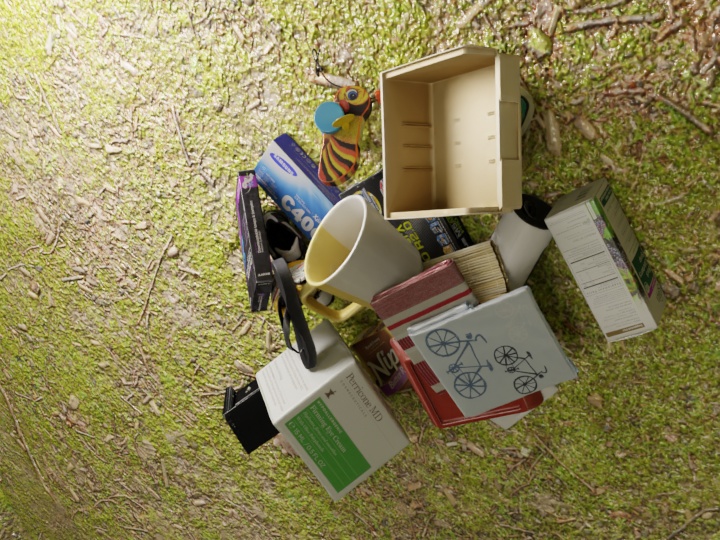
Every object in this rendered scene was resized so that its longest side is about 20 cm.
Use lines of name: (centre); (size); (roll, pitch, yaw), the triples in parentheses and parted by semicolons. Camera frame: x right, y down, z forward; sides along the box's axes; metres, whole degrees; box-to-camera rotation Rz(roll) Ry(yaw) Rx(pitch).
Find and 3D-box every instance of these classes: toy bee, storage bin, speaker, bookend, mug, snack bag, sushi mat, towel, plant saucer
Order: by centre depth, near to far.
storage bin: (0.119, -0.174, 1.031); (0.197, 0.092, 0.206); (3, 95, 58)
snack bag: (0.193, 0.117, 1.124); (0.197, 0.022, 0.190); (-25, 117, 24)
towel: (0.122, 0.087, 1.141); (0.142, 0.023, 0.202); (-25, 116, 24)
speaker: (0.218, -0.012, 1.152); (0.080, 0.081, 0.203); (32, 129, 14)
toy bee: (-0.017, -0.233, 1.168); (0.106, 0.131, 0.206); (-4, 105, 8)
sushi mat: (0.144, 0.022, 1.178); (0.198, 0.012, 0.098); (-19, 90, 50)
mug: (0.005, -0.008, 1.197); (0.151, 0.153, 0.185); (30, 154, -28)
plant saucer: (0.168, 0.170, 1.225); (0.196, 0.037, 0.202); (-16, 121, 22)
bookend: (-0.166, 0.241, 1.540); (0.198, 0.199, 0.093); (-33, 99, -3)

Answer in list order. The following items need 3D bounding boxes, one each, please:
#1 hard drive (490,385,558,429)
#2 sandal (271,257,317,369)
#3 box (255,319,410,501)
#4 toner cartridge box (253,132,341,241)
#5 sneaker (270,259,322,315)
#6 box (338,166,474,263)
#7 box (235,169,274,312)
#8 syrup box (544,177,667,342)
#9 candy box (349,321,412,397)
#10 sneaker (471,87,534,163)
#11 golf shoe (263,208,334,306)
hard drive: (0.202, 0.167, 1.254); (0.198, 0.026, 0.132); (35, 126, -14)
sandal: (-0.115, 0.072, 1.240); (0.076, 0.042, 0.204); (47, 156, 57)
box: (-0.051, 0.238, 1.350); (0.201, 0.170, 0.200); (56, 175, -24)
toner cartridge box: (-0.091, -0.126, 1.323); (0.200, 0.043, 0.095); (46, 131, 2)
sneaker: (-0.069, 0.009, 1.292); (0.199, 0.083, 0.078); (-38, 119, 21)
box: (0.077, -0.072, 1.238); (0.158, 0.044, 0.203); (-23, 102, 40)
box: (-0.185, -0.048, 1.333); (0.143, 0.035, 0.205); (115, 144, -65)
syrup box: (0.340, -0.013, 1.070); (0.080, 0.079, 0.203); (-23, 102, 40)
candy box: (0.086, 0.132, 1.344); (0.198, 0.056, 0.118); (-29, 100, 40)
sneaker: (0.175, -0.165, 1.093); (0.076, 0.080, 0.203); (29, 130, 16)
golf shoe: (-0.116, -0.013, 1.361); (0.077, 0.094, 0.202); (-37, 96, -1)
